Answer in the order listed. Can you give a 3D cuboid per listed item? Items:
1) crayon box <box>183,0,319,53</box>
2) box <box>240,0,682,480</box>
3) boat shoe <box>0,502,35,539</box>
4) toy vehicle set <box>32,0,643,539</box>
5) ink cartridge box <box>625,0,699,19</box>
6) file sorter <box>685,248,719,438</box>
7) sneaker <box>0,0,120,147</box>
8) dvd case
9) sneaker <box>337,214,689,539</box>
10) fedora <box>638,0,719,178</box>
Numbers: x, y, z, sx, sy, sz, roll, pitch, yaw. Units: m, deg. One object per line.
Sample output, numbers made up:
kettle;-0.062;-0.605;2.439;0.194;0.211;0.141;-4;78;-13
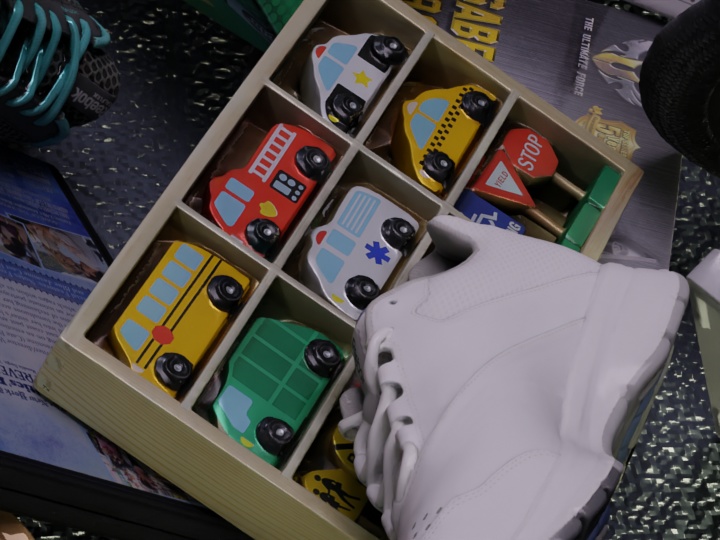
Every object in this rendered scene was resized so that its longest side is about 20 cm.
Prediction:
crayon box;-0.049;-0.164;0.965;0.119;0.058;0.200;-43;46;-12
box;0.029;-0.028;0.927;0.158;0.048;0.200;15;43;0
boat shoe;-0.168;0.056;0.773;0.200;0.069;0.074;42;72;17
toy vehicle set;0.000;0.000;0.816;0.124;0.027;0.200;34;46;-2
ink cartridge box;0.122;-0.150;1.048;0.199;0.045;0.176;23;28;8
file sorter;0.217;0.044;0.811;0.200;0.139;0.125;39;79;23
sneaker;-0.117;-0.078;0.865;0.091;0.078;0.200;25;2;-11
dvd case;-0.118;0.008;0.804;0.142;0.018;0.200;21;23;-40
sneaker;0.029;0.051;0.726;0.087;0.075;0.200;23;29;4
fedora;0.193;-0.090;0.892;0.200;0.201;0.092;7;66;-9
